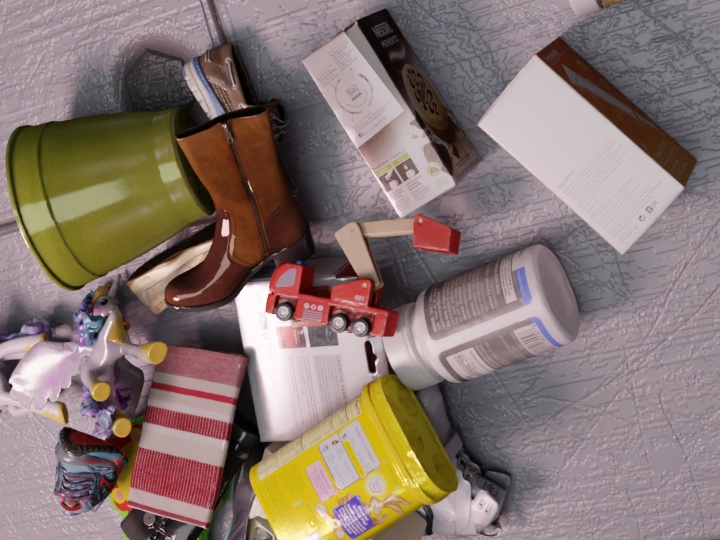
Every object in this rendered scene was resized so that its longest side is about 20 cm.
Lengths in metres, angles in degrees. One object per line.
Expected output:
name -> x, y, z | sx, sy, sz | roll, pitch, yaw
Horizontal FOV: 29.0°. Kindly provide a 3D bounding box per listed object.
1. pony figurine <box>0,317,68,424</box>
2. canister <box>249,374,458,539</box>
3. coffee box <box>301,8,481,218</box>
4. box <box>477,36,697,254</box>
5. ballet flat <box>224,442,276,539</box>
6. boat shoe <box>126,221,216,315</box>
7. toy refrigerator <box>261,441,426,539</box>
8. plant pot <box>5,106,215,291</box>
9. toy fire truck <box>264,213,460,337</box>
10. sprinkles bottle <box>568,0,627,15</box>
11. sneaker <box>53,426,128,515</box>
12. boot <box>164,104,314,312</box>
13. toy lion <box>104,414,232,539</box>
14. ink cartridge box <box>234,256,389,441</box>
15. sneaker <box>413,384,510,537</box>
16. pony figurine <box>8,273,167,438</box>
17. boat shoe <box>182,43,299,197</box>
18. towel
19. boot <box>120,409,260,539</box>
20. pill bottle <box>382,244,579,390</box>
pony figurine -> -0.484, 0.122, 1.767 | 0.198, 0.167, 0.194 | -8, 111, 6
canister -> -0.012, 0.229, 1.546 | 0.199, 0.086, 0.149 | -35, 73, 20
coffee box -> 0.036, -0.171, 1.496 | 0.080, 0.113, 0.201 | -31, 95, 25
box -> 0.236, -0.131, 1.430 | 0.200, 0.124, 0.098 | 42, 116, 2
ballet flat -> -0.129, 0.304, 1.736 | 0.073, 0.073, 0.201 | 20, 119, 13
boat shoe -> -0.189, -0.006, 1.659 | 0.199, 0.072, 0.065 | -26, 106, 27
toy refrigerator -> -0.025, 0.276, 1.650 | 0.200, 0.076, 0.070 | 36, 133, 24
plant pot -> -0.274, -0.100, 1.602 | 0.192, 0.200, 0.202 | -17, 101, 12
toy fire truck -> 0.000, 0.000, 1.518 | 0.199, 0.049, 0.142 | 11, 90, 17
sprinkles bottle -> 0.302, -0.310, 1.378 | 0.199, 0.068, 0.069 | -11, 103, 23
sneaker -> -0.330, 0.252, 1.679 | 0.079, 0.200, 0.096 | 19, 75, 7
boot -> -0.158, -0.064, 1.525 | 0.187, 0.069, 0.201 | -21, 127, -1
toy lion -> -0.258, 0.293, 1.787 | 0.191, 0.069, 0.201 | 22, 112, 20
ink cartridge box -> -0.041, 0.092, 1.626 | 0.174, 0.084, 0.202 | -3, 106, 19
sneaker -> 0.115, 0.225, 1.620 | 0.114, 0.075, 0.201 | 6, 114, 18
pony figurine -> -0.313, 0.118, 1.674 | 0.166, 0.200, 0.194 | 20, 101, -29
boat shoe -> -0.121, -0.165, 1.579 | 0.072, 0.072, 0.201 | -31, 100, 15
towel -> -0.203, 0.191, 1.635 | 0.143, 0.023, 0.202 | 6, 81, 41
boot -> -0.228, 0.239, 1.700 | 0.165, 0.065, 0.201 | 38, 100, 36
pill bottle -> 0.131, 0.057, 1.536 | 0.199, 0.114, 0.114 | -22, 99, 25
